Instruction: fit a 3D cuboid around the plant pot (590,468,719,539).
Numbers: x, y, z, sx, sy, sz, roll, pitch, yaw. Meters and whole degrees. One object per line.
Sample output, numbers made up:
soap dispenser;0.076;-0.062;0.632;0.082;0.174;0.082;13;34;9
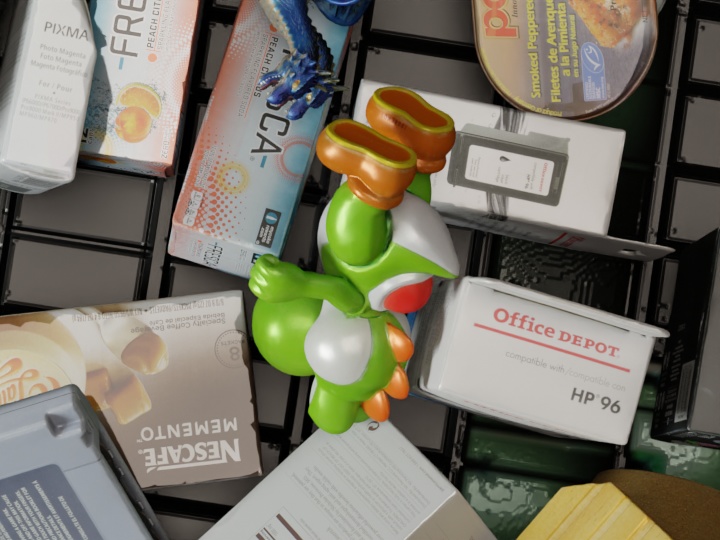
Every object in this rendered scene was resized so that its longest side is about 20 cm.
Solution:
plant pot;0.162;0.226;1.684;0.185;0.186;0.201;16;74;-1

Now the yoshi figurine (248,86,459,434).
yoshi figurine;-0.015;-0.005;1.621;0.112;0.112;0.201;3;122;-15

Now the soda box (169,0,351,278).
soda box;-0.054;-0.099;1.716;0.068;0.064;0.201;17;74;-1

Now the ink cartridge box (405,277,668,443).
ink cartridge box;0.095;0.052;1.656;0.115;0.200;0.068;16;85;-8

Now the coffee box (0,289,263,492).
coffee box;-0.162;0.079;1.716;0.199;0.080;0.115;-6;86;-3

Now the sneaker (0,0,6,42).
sneaker;-0.240;-0.171;1.705;0.087;0.076;0.201;-18;76;32

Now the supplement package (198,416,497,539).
supplement package;-0.023;0.193;1.680;0.200;0.114;0.110;-43;46;-4

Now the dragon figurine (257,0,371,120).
dragon figurine;-0.012;-0.180;1.672;0.099;0.059;0.200;37;74;5

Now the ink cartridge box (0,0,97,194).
ink cartridge box;-0.179;-0.149;1.688;0.057;0.163;0.201;16;85;-12

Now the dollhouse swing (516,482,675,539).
dollhouse swing;0.078;0.205;1.540;0.181;0.200;0.176;18;108;-43

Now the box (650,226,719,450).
box;0.288;0.057;1.703;0.199;0.149;0.125;10;85;-2

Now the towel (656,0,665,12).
towel;0.134;-0.271;1.770;0.199;0.048;0.172;28;85;0

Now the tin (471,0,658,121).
tin;0.118;-0.190;1.728;0.111;0.042;0.201;-4;94;-3

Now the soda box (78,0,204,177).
soda box;-0.129;-0.161;1.743;0.068;0.064;0.201;10;85;-2

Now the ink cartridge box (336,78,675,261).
ink cartridge box;0.089;-0.058;1.719;0.199;0.116;0.068;12;87;-2

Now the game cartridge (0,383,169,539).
game cartridge;-0.190;0.151;1.664;0.132;0.200;0.042;-14;45;10
